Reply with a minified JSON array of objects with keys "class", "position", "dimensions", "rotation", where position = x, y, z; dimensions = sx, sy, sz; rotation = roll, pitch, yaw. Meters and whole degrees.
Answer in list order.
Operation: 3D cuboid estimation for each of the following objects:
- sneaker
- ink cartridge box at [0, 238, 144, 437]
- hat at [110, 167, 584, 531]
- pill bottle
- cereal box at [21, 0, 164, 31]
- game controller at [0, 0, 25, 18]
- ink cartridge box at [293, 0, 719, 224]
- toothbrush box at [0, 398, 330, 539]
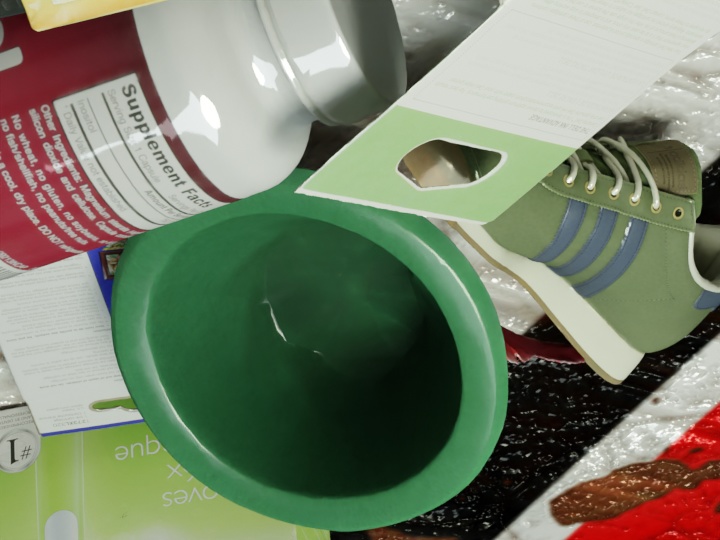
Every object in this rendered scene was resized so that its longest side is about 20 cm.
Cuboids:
[{"class":"sneaker","position":[0.094,-0.032,1.177],"dimensions":[0.090,0.067,0.200],"rotation":[-32,137,14]},{"class":"ink cartridge box","position":[-0.112,0.002,1.214],"dimensions":[0.094,0.037,0.200],"rotation":[-9,144,2]},{"class":"hat","position":[0.000,0.000,1.229],"dimensions":[0.165,0.176,0.201],"rotation":[-1,122,17]},{"class":"pill bottle","position":[-0.091,-0.069,1.040],"dimensions":[0.199,0.113,0.113],"rotation":[-18,145,17]},{"class":"cereal box","position":[-0.061,-0.176,0.849],"dimensions":[0.143,0.040,0.201],"rotation":[-12,125,8]},{"class":"game controller","position":[-0.075,-0.136,0.935],"dimensions":[0.199,0.042,0.105],"rotation":[-12,132,9]},{"class":"ink cartridge box","position":[0.075,-0.097,1.009],"dimensions":[0.200,0.048,0.145],"rotation":[-37,158,23]},{"class":"toothbrush box","position":[-0.088,0.155,1.299],"dimensions":[0.145,0.201,0.086],"rotation":[-10,147,8]}]
